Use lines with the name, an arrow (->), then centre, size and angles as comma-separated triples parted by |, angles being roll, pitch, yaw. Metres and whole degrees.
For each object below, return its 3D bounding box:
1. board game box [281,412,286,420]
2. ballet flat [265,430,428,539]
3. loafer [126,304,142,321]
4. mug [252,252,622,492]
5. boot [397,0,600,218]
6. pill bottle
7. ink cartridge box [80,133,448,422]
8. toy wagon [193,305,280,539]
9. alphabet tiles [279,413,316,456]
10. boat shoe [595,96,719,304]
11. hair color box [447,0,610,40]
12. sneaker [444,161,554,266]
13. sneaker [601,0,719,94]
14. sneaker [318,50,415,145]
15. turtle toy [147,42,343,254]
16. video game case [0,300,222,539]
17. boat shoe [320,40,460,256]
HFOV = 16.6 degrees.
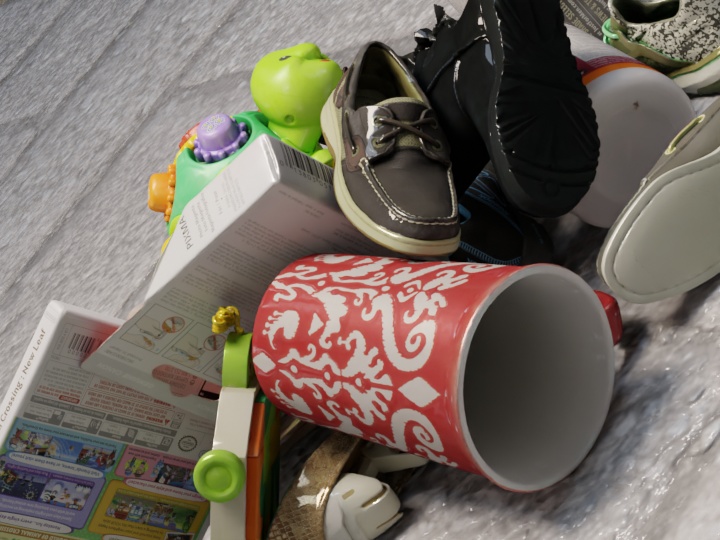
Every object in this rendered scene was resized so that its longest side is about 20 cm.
board game box -> -0.106, 0.112, 1.872 | 0.134, 0.034, 0.200 | -21, 32, 48
ballet flat -> 0.009, 0.126, 1.591 | 0.065, 0.071, 0.200 | 6, 56, 46
loafer -> -0.161, 0.057, 1.900 | 0.072, 0.063, 0.200 | -61, 1, -23
mug -> 0.052, 0.058, 1.520 | 0.200, 0.177, 0.134 | 8, 84, 47
boot -> 0.078, -0.088, 1.594 | 0.162, 0.073, 0.199 | -49, 42, 50
pill bottle -> 0.137, -0.109, 1.681 | 0.110, 0.110, 0.200 | -46, 31, -2
ink cartridge box -> -0.066, 0.013, 1.626 | 0.200, 0.162, 0.057 | -38, 46, 28
toy wagon -> -0.077, 0.123, 1.593 | 0.039, 0.200, 0.155 | 3, 13, 4
alphabet tiles -> -0.016, 0.077, 1.725 | 0.200, 0.006, 0.166 | -43, 6, 40
boat shoe -> 0.217, -0.055, 1.531 | 0.202, 0.072, 0.060 | -43, 18, -13
hair color box -> 0.139, -0.209, 1.922 | 0.061, 0.102, 0.200 | -48, 22, -7
sneaker -> 0.067, -0.046, 1.719 | 0.073, 0.082, 0.200 | -63, 27, 14
sneaker -> 0.198, -0.163, 1.740 | 0.200, 0.089, 0.077 | -21, 31, 48
sneaker -> 0.011, -0.128, 1.840 | 0.200, 0.106, 0.075 | 126, 157, -64
turtle toy -> -0.077, -0.079, 1.816 | 0.200, 0.101, 0.146 | -44, -14, 27
video game case -> -0.166, 0.125, 1.672 | 0.022, 0.200, 0.182 | 34, 102, 46
boat shoe -> 0.019, -0.080, 1.557 | 0.201, 0.072, 0.066 | -112, 30, -56
